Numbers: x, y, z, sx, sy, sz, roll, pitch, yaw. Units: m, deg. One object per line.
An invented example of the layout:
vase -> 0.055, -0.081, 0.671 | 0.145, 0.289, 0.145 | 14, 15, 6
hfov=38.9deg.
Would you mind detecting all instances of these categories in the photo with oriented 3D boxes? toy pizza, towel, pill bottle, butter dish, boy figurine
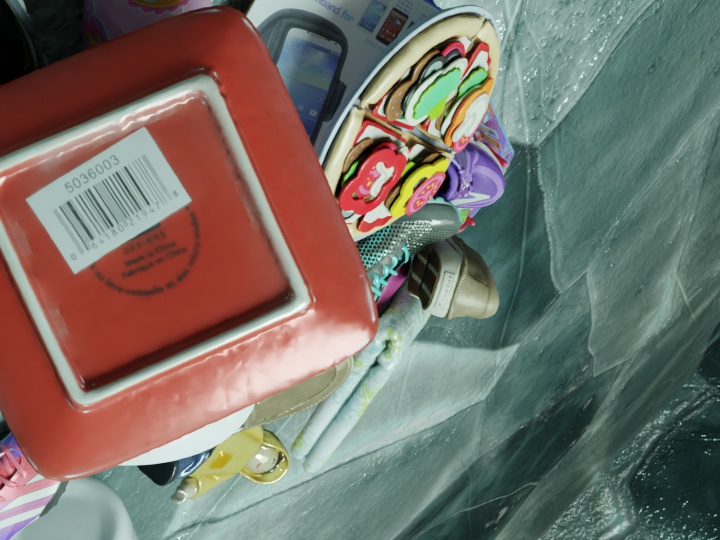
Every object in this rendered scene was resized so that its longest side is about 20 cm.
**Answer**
toy pizza -> 0.040, -0.095, 0.728 | 0.200, 0.032, 0.200 | -41, 157, -22
towel -> 0.009, 0.106, 1.082 | 0.200, 0.048, 0.171 | -56, 179, 26
pill bottle -> -0.253, 0.280, 0.936 | 0.114, 0.114, 0.200 | -35, 150, -23
butter dish -> -0.118, -0.017, 0.571 | 0.200, 0.200, 0.148 | -24, -174, -6
boy figurine -> -0.144, 0.187, 1.032 | 0.124, 0.064, 0.200 | -53, 150, 4

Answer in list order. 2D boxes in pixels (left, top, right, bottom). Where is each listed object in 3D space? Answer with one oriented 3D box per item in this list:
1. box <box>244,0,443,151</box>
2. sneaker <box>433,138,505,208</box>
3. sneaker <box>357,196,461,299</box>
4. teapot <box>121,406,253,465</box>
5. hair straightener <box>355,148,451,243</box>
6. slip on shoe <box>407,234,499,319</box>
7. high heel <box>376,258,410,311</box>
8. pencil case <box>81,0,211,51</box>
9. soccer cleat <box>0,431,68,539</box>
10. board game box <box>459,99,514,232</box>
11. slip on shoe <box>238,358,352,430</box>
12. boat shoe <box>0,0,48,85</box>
box -> -0.031, -0.144, 0.709 | 0.200, 0.119, 0.042 | -57, -165, 19
sneaker -> 0.072, -0.085, 0.942 | 0.200, 0.083, 0.081 | 10, 120, -48
sneaker -> 0.000, 0.000, 0.896 | 0.200, 0.091, 0.078 | -20, 156, 1
teapot -> -0.159, 0.028, 0.694 | 0.200, 0.197, 0.146 | -31, 133, -57
hair straightener -> -0.007, -0.043, 0.822 | 0.200, 0.041, 0.077 | -40, 160, 3
slip on shoe -> 0.087, 0.000, 0.968 | 0.200, 0.060, 0.076 | -110, -146, -79
high heel -> -0.020, 0.047, 1.013 | 0.200, 0.067, 0.096 | -41, 162, -25
pencil case -> -0.128, -0.127, 0.619 | 0.087, 0.087, 0.200 | -28, 145, -35
soccer cleat -> -0.296, 0.182, 0.802 | 0.200, 0.068, 0.073 | -50, 149, 10
board game box -> 0.109, -0.084, 1.069 | 0.158, 0.039, 0.200 | -47, 152, -1
slip on shoe -> -0.100, 0.110, 0.897 | 0.199, 0.061, 0.076 | -14, 115, -7
boat shoe -> -0.202, -0.099, 0.570 | 0.075, 0.062, 0.200 | -35, 151, -28
